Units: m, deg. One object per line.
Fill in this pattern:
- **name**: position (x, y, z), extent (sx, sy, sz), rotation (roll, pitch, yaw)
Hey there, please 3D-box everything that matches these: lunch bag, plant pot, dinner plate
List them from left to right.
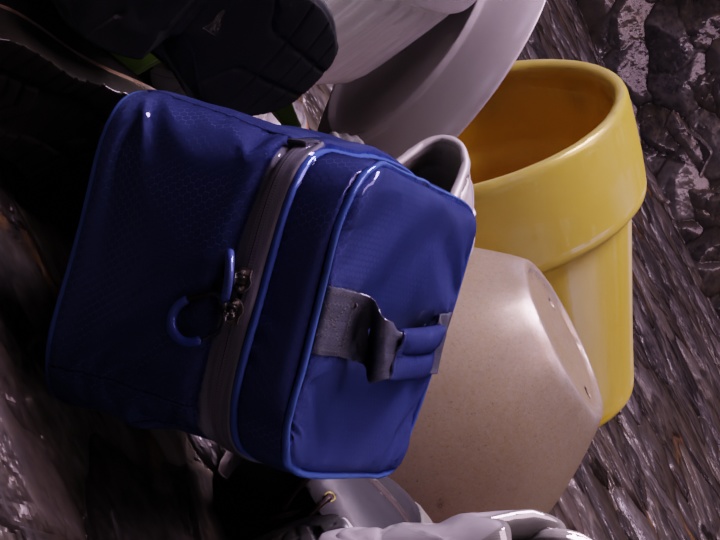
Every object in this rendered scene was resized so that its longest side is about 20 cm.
- **lunch bag**: position (-0.031, 0.009, 1.067), extent (0.200, 0.132, 0.137), rotation (10, 95, -73)
- **dinner plate**: position (0.033, -0.122, 1.456), extent (0.024, 0.200, 0.200), rotation (38, 22, -22)
- **plant pot**: position (0.050, 0.064, 1.386), extent (0.201, 0.134, 0.201), rotation (57, 14, -23)
- **plant pot**: position (0.083, -0.002, 1.553), extent (0.201, 0.200, 0.190), rotation (-85, 160, -66)

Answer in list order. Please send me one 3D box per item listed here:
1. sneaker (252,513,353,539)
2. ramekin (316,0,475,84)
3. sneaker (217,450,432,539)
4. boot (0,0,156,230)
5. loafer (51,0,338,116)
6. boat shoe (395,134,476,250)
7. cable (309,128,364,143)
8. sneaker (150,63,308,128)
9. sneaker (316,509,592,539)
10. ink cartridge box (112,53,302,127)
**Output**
- **sneaker**: position (-0.023, 0.184, 1.037), extent (0.200, 0.074, 0.085), rotation (-86, 154, -50)
- **ramekin**: position (-0.032, -0.193, 1.393), extent (0.200, 0.105, 0.201), rotation (39, 26, -23)
- **sneaker**: position (-0.019, 0.139, 1.146), extent (0.106, 0.075, 0.200), rotation (47, 15, -22)
- **boot**: position (-0.141, -0.106, 1.119), extent (0.200, 0.077, 0.139), rotation (44, 19, -59)
- **loafer**: position (-0.074, -0.122, 1.108), extent (0.072, 0.073, 0.200), rotation (49, 9, 27)
- **boat shoe**: position (0.000, 0.000, 1.285), extent (0.200, 0.072, 0.066), rotation (-41, 145, -42)
- **cable**: position (-0.037, -0.054, 1.396), extent (0.050, 0.097, 0.200), rotation (23, 20, -14)
- **sneaker**: position (-0.071, -0.123, 1.422), extent (0.092, 0.076, 0.200), rotation (53, 15, -21)
- **sneaker**: position (0.058, 0.136, 1.037), extent (0.200, 0.099, 0.078), rotation (25, 51, -69)
- **ink cartridge box**: position (-0.106, -0.137, 1.225), extent (0.148, 0.076, 0.200), rotation (51, -12, 48)
